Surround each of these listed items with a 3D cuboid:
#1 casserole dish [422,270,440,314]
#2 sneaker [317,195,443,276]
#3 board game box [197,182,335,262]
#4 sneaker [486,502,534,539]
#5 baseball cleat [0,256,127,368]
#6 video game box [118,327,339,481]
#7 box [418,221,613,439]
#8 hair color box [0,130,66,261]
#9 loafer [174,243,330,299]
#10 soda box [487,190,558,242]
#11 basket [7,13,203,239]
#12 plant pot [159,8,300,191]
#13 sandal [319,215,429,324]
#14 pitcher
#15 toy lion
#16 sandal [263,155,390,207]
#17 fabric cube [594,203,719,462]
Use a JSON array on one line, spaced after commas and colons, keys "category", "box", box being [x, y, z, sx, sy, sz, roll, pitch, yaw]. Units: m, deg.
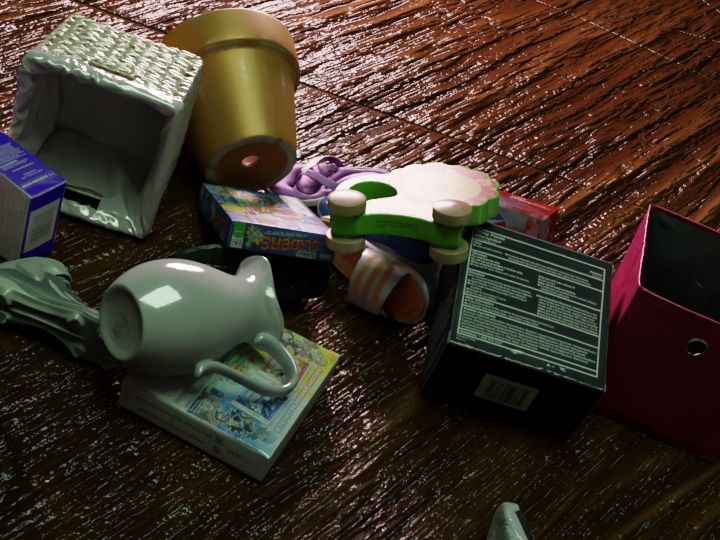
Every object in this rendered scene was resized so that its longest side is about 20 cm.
[{"category": "casserole dish", "box": [0.153, 0.010, 1.820, 0.198, 0.039, 0.122, -5, 44, -29]}, {"category": "sneaker", "box": [0.025, -0.080, 1.778, 0.199, 0.112, 0.077, 30, 52, 31]}, {"category": "board game box", "box": [-0.118, -0.062, 1.705, 0.134, 0.035, 0.200, 8, 14, -19]}, {"category": "sneaker", "box": [0.197, 0.334, 1.417, 0.113, 0.076, 0.201, 9, 45, -18]}, {"category": "baseball cleat", "box": [-0.324, 0.037, 1.524, 0.198, 0.070, 0.107, 24, 37, 1]}, {"category": "video game box", "box": [-0.142, 0.121, 1.531, 0.181, 0.047, 0.200, 25, 37, 9]}, {"category": "box", "box": [0.192, 0.070, 1.668, 0.198, 0.124, 0.200, 18, 51, -6]}, {"category": "hair color box", "box": [-0.440, -0.107, 1.609, 0.199, 0.110, 0.065, 35, 39, 16]}, {"category": "loafer", "box": [-0.139, 0.003, 1.670, 0.198, 0.074, 0.072, 7, 4, -27]}, {"category": "soda box", "box": [0.162, -0.076, 1.863, 0.198, 0.064, 0.070, 20, 24, 21]}, {"category": "basket", "box": [-0.315, -0.184, 1.694, 0.196, 0.201, 0.161, 19, 35, -3]}, {"category": "plant pot", "box": [-0.165, -0.210, 1.823, 0.198, 0.201, 0.185, 0, 57, -26]}, {"category": "sandal", "box": [-0.002, 0.007, 1.722, 0.059, 0.080, 0.206, -22, 46, -41]}, {"category": "pitcher", "box": [-0.165, 0.067, 1.467, 0.199, 0.121, 0.172, -5, 56, -45]}, {"category": "toy lion", "box": [0.067, -0.083, 1.654, 0.198, 0.069, 0.192, 6, 28, 6]}, {"category": "sandal", "box": [-0.040, -0.131, 1.885, 0.201, 0.050, 0.083, -4, 42, -28]}, {"category": "fabric cube", "box": [0.403, 0.077, 1.728, 0.195, 0.201, 0.201, 23, 37, 1]}]
